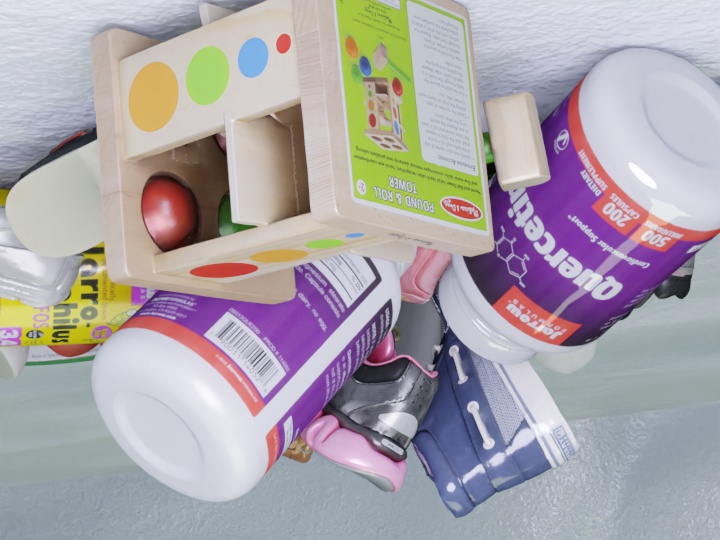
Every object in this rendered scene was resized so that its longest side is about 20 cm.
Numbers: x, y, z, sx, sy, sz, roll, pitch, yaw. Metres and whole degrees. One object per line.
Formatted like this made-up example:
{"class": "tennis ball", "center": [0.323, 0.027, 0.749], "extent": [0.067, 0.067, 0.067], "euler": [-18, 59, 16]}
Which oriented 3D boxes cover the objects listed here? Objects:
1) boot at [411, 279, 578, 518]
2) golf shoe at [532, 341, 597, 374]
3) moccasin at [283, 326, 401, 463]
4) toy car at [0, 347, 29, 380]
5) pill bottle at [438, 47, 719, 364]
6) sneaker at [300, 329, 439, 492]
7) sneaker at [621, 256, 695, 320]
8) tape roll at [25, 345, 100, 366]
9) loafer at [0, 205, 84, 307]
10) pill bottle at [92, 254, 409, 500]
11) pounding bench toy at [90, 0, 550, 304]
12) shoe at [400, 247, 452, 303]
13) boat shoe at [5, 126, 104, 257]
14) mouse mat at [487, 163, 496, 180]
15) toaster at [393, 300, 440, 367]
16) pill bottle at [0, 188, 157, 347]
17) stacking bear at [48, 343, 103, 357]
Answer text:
{"class": "boot", "center": [0.060, 0.070, 1.069], "extent": [0.090, 0.073, 0.200], "euler": [-30, -147, 0]}
{"class": "golf shoe", "center": [0.137, 0.010, 1.106], "extent": [0.072, 0.092, 0.200], "euler": [-30, 139, -14]}
{"class": "moccasin", "center": [-0.016, 0.043, 1.206], "extent": [0.077, 0.202, 0.074], "euler": [25, 178, -9]}
{"class": "toy car", "center": [-0.361, 0.056, 1.237], "extent": [0.200, 0.175, 0.150], "euler": [14, 143, 44]}
{"class": "pill bottle", "center": [0.127, -0.027, 0.951], "extent": [0.112, 0.113, 0.200], "euler": [2, 147, -32]}
{"class": "sneaker", "center": [-0.016, 0.063, 1.066], "extent": [0.079, 0.096, 0.200], "euler": [27, -178, -37]}
{"class": "sneaker", "center": [0.177, -0.003, 1.287], "extent": [0.199, 0.088, 0.074], "euler": [-9, 170, 43]}
{"class": "tape roll", "center": [-0.284, 0.047, 1.468], "extent": [0.199, 0.048, 0.200], "euler": [-4, 169, -1]}
{"class": "loafer", "center": [-0.263, -0.036, 0.999], "extent": [0.199, 0.070, 0.070], "euler": [17, -179, -17]}
{"class": "pill bottle", "center": [-0.053, 0.030, 0.955], "extent": [0.112, 0.113, 0.200], "euler": [-18, -157, 50]}
{"class": "pounding bench toy", "center": [-0.017, -0.056, 0.832], "extent": [0.156, 0.125, 0.200], "euler": [-15, 165, 36]}
{"class": "shoe", "center": [0.000, 0.000, 1.101], "extent": [0.091, 0.072, 0.200], "euler": [33, 141, -4]}
{"class": "boat shoe", "center": [-0.103, -0.064, 0.947], "extent": [0.201, 0.074, 0.063], "euler": [-17, -162, 17]}
{"class": "mouse mat", "center": [0.141, -0.067, 1.174], "extent": [0.199, 0.008, 0.161], "euler": [-5, 169, 9]}
{"class": "toaster", "center": [0.040, 0.051, 1.302], "extent": [0.199, 0.130, 0.114], "euler": [9, 175, 26]}
{"class": "pill bottle", "center": [-0.172, -0.004, 1.106], "extent": [0.199, 0.105, 0.104], "euler": [-2, 169, -14]}
{"class": "stacking bear", "center": [-0.162, 0.031, 1.288], "extent": [0.199, 0.114, 0.122], "euler": [5, -148, 4]}
